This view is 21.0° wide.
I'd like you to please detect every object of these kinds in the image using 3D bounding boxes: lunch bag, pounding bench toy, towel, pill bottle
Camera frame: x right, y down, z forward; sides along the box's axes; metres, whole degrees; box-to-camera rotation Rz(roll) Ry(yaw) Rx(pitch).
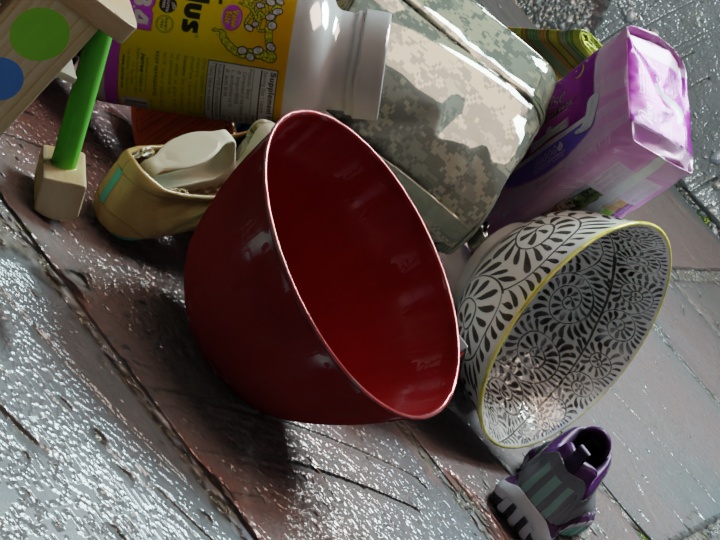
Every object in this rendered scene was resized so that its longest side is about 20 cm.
[{"bbox_3d":[0.030,-0.122,1.447,0.200,0.139,0.168,38,37,-12],"label":"lunch bag"},{"bbox_3d":[-0.193,-0.138,1.105,0.200,0.156,0.125,36,19,-35],"label":"pounding bench toy"},{"bbox_3d":[0.121,-0.180,1.579,0.199,0.018,0.086,12,-19,41],"label":"towel"},{"bbox_3d":[-0.081,-0.152,1.305,0.198,0.105,0.104,8,20,-1],"label":"pill bottle"}]

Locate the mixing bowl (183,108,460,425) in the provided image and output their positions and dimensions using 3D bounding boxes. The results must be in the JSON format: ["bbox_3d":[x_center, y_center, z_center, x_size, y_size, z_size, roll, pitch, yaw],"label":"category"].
[{"bbox_3d":[-0.037,0.015,1.186,0.200,0.108,0.201,41,35,-37],"label":"mixing bowl"}]

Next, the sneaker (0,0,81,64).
[{"bbox_3d":[-0.263,-0.216,1.287,0.200,0.077,0.085,51,9,-23],"label":"sneaker"}]

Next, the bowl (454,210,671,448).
[{"bbox_3d":[0.132,0.026,1.456,0.094,0.202,0.200,39,9,33],"label":"bowl"}]

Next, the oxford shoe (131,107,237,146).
[{"bbox_3d":[-0.102,-0.058,1.350,0.201,0.071,0.073,59,-3,32],"label":"oxford shoe"}]

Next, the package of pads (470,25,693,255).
[{"bbox_3d":[0.168,-0.088,1.507,0.075,0.200,0.121,24,50,-27],"label":"package of pads"}]

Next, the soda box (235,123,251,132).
[{"bbox_3d":[-0.082,-0.138,1.556,0.064,0.068,0.200,47,16,10],"label":"soda box"}]

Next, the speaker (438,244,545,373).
[{"bbox_3d":[0.055,0.006,1.545,0.200,0.081,0.081,45,16,-8],"label":"speaker"}]

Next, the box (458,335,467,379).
[{"bbox_3d":[0.000,0.000,1.386,0.201,0.040,0.137,53,-7,10],"label":"box"}]

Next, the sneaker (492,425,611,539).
[{"bbox_3d":[0.167,0.153,1.468,0.075,0.087,0.200,48,16,6],"label":"sneaker"}]

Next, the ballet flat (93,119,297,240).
[{"bbox_3d":[-0.078,-0.064,1.246,0.199,0.063,0.069,-17,56,-40],"label":"ballet flat"}]
